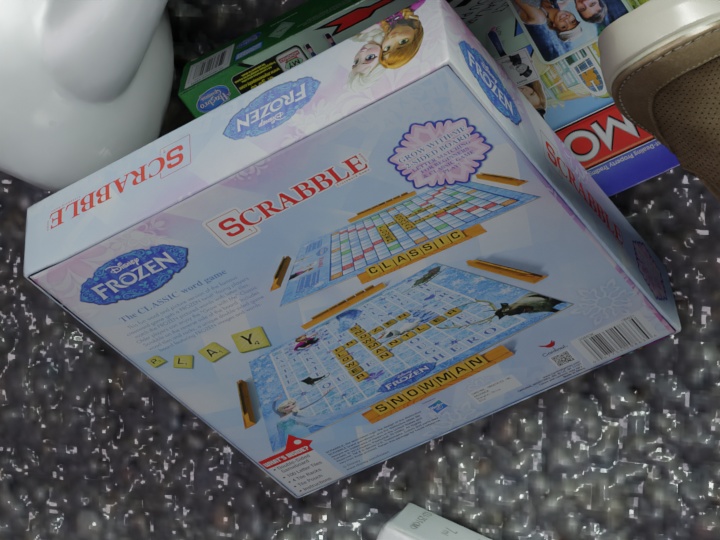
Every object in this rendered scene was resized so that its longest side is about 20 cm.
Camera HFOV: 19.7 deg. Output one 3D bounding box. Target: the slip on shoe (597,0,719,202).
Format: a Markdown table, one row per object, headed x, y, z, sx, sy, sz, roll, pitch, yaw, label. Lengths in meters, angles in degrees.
| x | y | z | sx | sy | sz | roll | pitch | yaw | label |
| --- | --- | --- | --- | --- | --- | --- | --- | --- | --- |
| 0.150 | -0.051 | 0.777 | 0.076 | 0.200 | 0.061 | -25 | 67 | 17 | slip on shoe |

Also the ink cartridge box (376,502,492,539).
| x | y | z | sx | sy | sz | roll | pitch | yaw | label |
| --- | --- | --- | --- | --- | --- | --- | --- | --- | --- |
| 0.061 | 0.231 | 0.940 | 0.173 | 0.044 | 0.201 | 23 | 105 | 14 | ink cartridge box |

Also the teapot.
| x | y | z | sx | sy | sz | roll | pitch | yaw | label |
| --- | --- | --- | --- | --- | --- | --- | --- | --- | --- |
| -0.161 | -0.126 | 0.898 | 0.199 | 0.197 | 0.147 | 23 | 89 | 2 | teapot |

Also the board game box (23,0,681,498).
| x | y | z | sx | sy | sz | roll | pitch | yaw | label |
| --- | --- | --- | --- | --- | --- | --- | --- | --- | --- |
| 0.000 | 0.000 | 0.858 | 0.199 | 0.200 | 0.041 | -25 | 46 | 20 | board game box |

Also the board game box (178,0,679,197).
| x | y | z | sx | sy | sz | roll | pitch | yaw | label |
| --- | --- | --- | --- | --- | --- | --- | --- | --- | --- |
| 0.043 | -0.072 | 0.872 | 0.199 | 0.029 | 0.135 | -25 | 120 | 21 | board game box |
